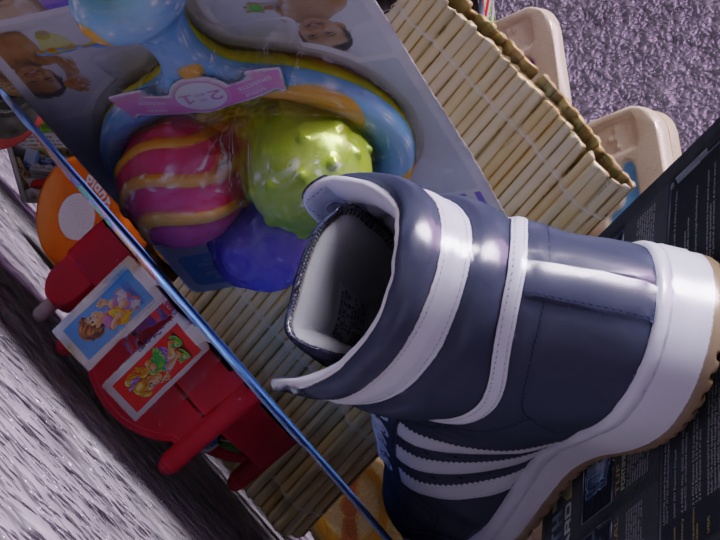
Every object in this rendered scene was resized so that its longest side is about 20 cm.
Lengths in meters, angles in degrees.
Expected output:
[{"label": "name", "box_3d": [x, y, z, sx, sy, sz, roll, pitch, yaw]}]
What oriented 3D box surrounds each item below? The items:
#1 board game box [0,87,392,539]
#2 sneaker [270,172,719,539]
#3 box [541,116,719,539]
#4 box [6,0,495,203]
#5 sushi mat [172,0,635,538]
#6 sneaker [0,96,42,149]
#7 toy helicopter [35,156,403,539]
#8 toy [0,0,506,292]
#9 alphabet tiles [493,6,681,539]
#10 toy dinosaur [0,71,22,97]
[{"label": "board game box", "box_3d": [-0.059, 0.032, 0.753, 0.200, 0.039, 0.158, 52, -4, -32]}, {"label": "sneaker", "box_3d": [0.016, 0.030, 0.717, 0.108, 0.070, 0.200, 13, -23, -15]}, {"label": "box", "box_3d": [0.101, 0.066, 0.689, 0.051, 0.201, 0.158, 13, -28, -16]}, {"label": "box", "box_3d": [-0.046, -0.076, 0.963, 0.035, 0.199, 0.110, -77, 164, -45]}, {"label": "sushi mat", "box_3d": [0.000, 0.000, 0.823, 0.096, 0.200, 0.012, 46, 35, 8]}, {"label": "sneaker", "box_3d": [-0.138, -0.115, 0.853, 0.098, 0.071, 0.201, 42, -31, 43]}, {"label": "toy helicopter", "box_3d": [-0.023, 0.013, 0.900, 0.079, 0.132, 0.200, 3, 55, -57]}, {"label": "toy", "box_3d": [-0.038, -0.033, 0.710, 0.200, 0.115, 0.047, 57, 32, -52]}, {"label": "alphabet tiles", "box_3d": [0.041, 0.015, 0.880, 0.015, 0.200, 0.196, 6, 72, -43]}, {"label": "toy dinosaur", "box_3d": [-0.082, -0.066, 0.747, 0.101, 0.058, 0.200, 10, -11, -22]}]
